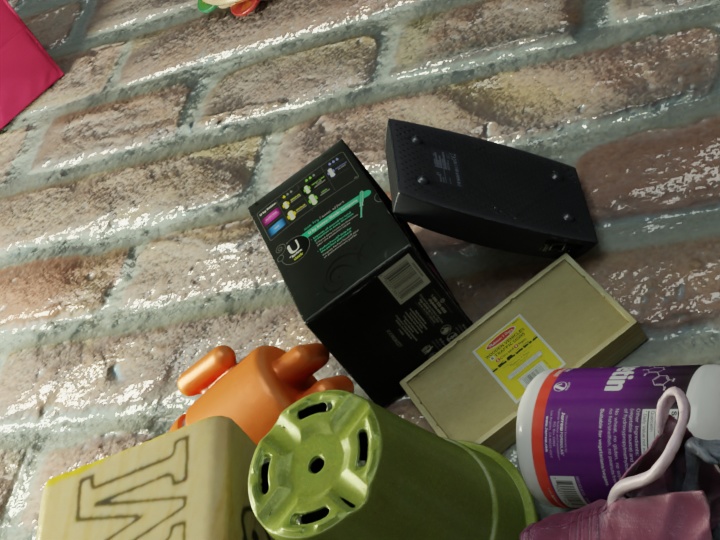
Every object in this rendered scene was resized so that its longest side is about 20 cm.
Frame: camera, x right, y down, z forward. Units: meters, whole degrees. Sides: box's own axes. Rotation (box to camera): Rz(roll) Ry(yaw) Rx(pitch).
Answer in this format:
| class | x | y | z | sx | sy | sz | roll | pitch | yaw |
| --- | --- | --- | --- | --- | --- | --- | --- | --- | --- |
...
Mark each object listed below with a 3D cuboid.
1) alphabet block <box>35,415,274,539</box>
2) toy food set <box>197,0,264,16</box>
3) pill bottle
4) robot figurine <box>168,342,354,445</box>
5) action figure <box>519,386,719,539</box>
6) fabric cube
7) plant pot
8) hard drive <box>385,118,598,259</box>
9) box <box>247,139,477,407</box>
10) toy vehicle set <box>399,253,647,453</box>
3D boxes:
| class | x | y | z | sx | sy | sz | roll | pitch | yaw |
| --- | --- | --- | --- | --- | --- | --- | --- | --- | --- |
| alphabet block | -0.148 | 0.275 | 1.207 | 0.196 | 0.196 | 0.201 | -21 | 43 | 17 |
| toy food set | -0.147 | -0.429 | 2.002 | 0.199 | 0.049 | 0.198 | -31 | 40 | 7 |
| pill bottle | 0.229 | 0.130 | 1.127 | 0.199 | 0.113 | 0.113 | -4 | 49 | 33 |
| robot figurine | -0.100 | 0.148 | 1.339 | 0.200 | 0.144 | 0.117 | -42 | 26 | 15 |
| action figure | 0.172 | 0.196 | 1.029 | 0.199 | 0.149 | 0.134 | -21 | 27 | 27 |
| fabric cube | -0.592 | -0.313 | 2.105 | 0.199 | 0.200 | 0.196 | -44 | 39 | -11 |
| plant pot | 0.012 | 0.190 | 1.149 | 0.199 | 0.190 | 0.201 | -19 | 51 | 25 |
| hard drive | 0.118 | -0.074 | 1.367 | 0.135 | 0.199 | 0.042 | -96 | 24 | -50 |
| box | 0.000 | 0.000 | 1.395 | 0.124 | 0.149 | 0.200 | -36 | 39 | 4 |
| toy vehicle set | 0.143 | 0.082 | 1.305 | 0.200 | 0.027 | 0.124 | -37 | 39 | 0 |
